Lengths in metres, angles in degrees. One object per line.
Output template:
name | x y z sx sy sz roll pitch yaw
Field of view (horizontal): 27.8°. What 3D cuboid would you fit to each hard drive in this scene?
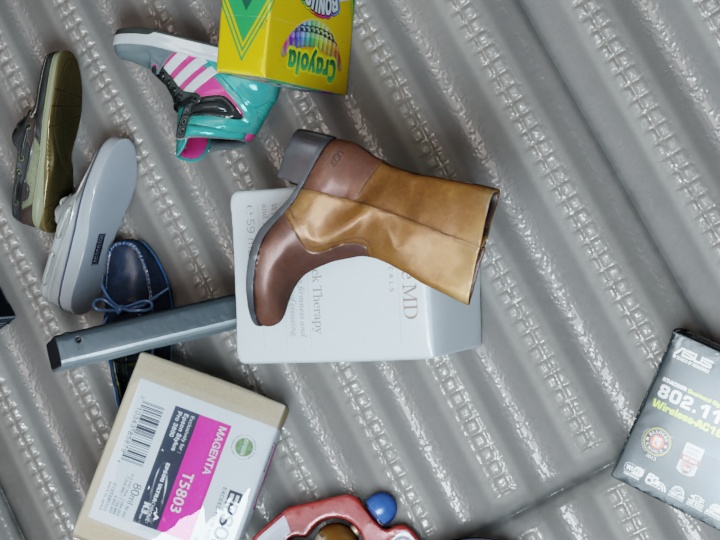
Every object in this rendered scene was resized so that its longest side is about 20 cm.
hard drive | -0.211 0.062 1.464 0.199 0.140 0.033 -14 87 -17

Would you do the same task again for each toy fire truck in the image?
toy fire truck | -0.007 0.316 1.467 0.168 0.112 0.200 -38 77 -6

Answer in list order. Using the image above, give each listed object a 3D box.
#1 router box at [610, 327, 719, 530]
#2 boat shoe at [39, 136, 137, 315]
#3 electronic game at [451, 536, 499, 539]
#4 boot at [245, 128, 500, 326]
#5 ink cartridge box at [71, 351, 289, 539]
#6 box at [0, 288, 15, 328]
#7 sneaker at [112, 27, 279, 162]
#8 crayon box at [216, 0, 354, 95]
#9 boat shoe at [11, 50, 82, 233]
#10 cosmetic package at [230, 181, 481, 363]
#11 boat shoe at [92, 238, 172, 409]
router box | 0.350 0.161 1.326 0.199 0.062 0.151 25 99 20
boat shoe | -0.302 -0.054 1.589 0.065 0.072 0.201 21 103 25
electronic game | 0.110 0.358 1.399 0.199 0.042 0.201 0 87 -10
boot | 0.009 -0.012 1.297 0.199 0.068 0.189 20 90 13
ink cartridge box | -0.182 0.205 1.490 0.164 0.075 0.201 19 81 2
box | -0.522 0.043 1.661 0.199 0.104 0.149 -32 80 21
sneaker | -0.184 -0.179 1.530 0.199 0.084 0.121 17 88 20
crayon box | -0.065 -0.265 1.410 0.058 0.200 0.174 6 94 22
boat shoe | -0.353 -0.144 1.602 0.064 0.073 0.201 10 95 17
cosmetic package | 0.000 0.000 1.410 0.199 0.166 0.168 -3 90 21
boat shoe | -0.239 0.064 1.563 0.084 0.069 0.201 -14 86 22
